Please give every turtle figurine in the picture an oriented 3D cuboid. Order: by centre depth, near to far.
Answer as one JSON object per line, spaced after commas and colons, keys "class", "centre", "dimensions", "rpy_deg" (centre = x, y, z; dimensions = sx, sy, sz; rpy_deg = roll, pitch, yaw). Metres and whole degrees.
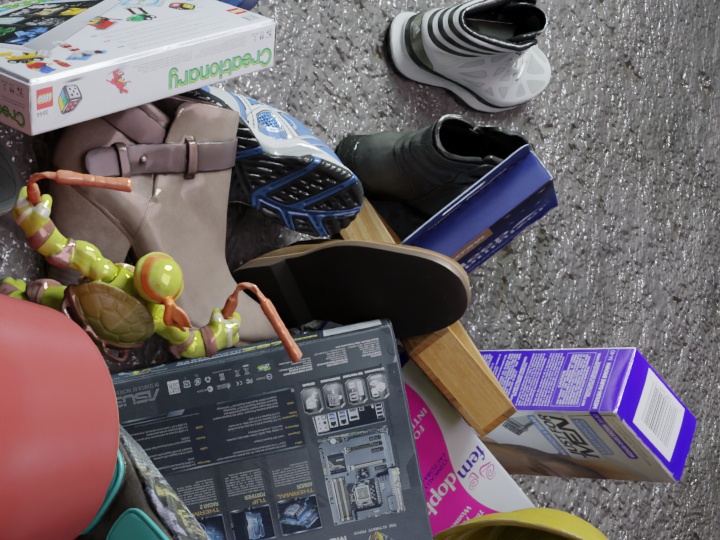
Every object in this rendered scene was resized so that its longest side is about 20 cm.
{"class": "turtle figurine", "centre": [-0.145, 0.027, 0.825], "dimensions": [0.200, 0.161, 0.065], "rpy_deg": [35, 51, -30]}

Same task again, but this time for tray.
{"class": "tray", "centre": [0.044, 0.031, 1.034], "dimensions": [0.037, 0.200, 0.099], "rpy_deg": [-38, 123, 5]}

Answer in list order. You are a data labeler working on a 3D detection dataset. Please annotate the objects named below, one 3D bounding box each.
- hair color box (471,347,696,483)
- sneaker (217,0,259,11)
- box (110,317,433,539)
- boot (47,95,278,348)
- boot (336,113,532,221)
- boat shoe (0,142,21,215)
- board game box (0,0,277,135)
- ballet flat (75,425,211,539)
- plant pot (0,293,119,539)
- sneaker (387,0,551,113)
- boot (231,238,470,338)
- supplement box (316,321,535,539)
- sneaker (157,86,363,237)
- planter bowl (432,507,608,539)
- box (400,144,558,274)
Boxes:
{"class": "hair color box", "centre": [0.154, 0.117, 1.122], "dimensions": [0.109, 0.199, 0.065], "rpy_deg": [45, 58, -35]}
{"class": "sneaker", "centre": [-0.103, -0.275, 0.978], "dimensions": [0.082, 0.074, 0.202], "rpy_deg": [10, 72, -44]}
{"class": "box", "centre": [-0.061, 0.128, 0.909], "dimensions": [0.051, 0.198, 0.159], "rpy_deg": [-118, -164, -85]}
{"class": "boot", "centre": [-0.113, -0.038, 0.916], "dimensions": [0.199, 0.070, 0.147], "rpy_deg": [19, 94, -35]}
{"class": "boot", "centre": [0.088, -0.081, 1.119], "dimensions": [0.199, 0.130, 0.068], "rpy_deg": [4, 82, -47]}
{"class": "boat shoe", "centre": [-0.282, -0.052, 0.775], "dimensions": [0.201, 0.065, 0.075], "rpy_deg": [-6, 72, -53]}
{"class": "board game box", "centre": [-0.164, -0.138, 0.855], "dimensions": [0.199, 0.126, 0.035], "rpy_deg": [-25, 129, -45]}
{"class": "ballet flat", "centre": [-0.136, 0.151, 0.834], "dimensions": [0.072, 0.200, 0.072], "rpy_deg": [-22, 134, -25]}
{"class": "plant pot", "centre": [-0.236, 0.085, 0.723], "dimensions": [0.177, 0.199, 0.202], "rpy_deg": [4, 83, -56]}
{"class": "sneaker", "centre": [0.127, -0.184, 1.184], "dimensions": [0.200, 0.115, 0.076], "rpy_deg": [5, 83, -47]}
{"class": "boot", "centre": [0.000, 0.000, 0.966], "dimensions": [0.075, 0.199, 0.074], "rpy_deg": [-39, 120, -44]}
{"class": "supplement box", "centre": [0.027, 0.145, 1.039], "dimensions": [0.101, 0.103, 0.200], "rpy_deg": [-50, 125, -16]}
{"class": "sneaker", "centre": [-0.093, -0.087, 0.980], "dimensions": [0.199, 0.077, 0.076], "rpy_deg": [27, 111, -30]}
{"class": "planter bowl", "centre": [0.130, 0.233, 0.990], "dimensions": [0.201, 0.199, 0.084], "rpy_deg": [65, 29, -20]}
{"class": "box", "centre": [0.095, -0.036, 1.072], "dimensions": [0.032, 0.121, 0.200], "rpy_deg": [53, 6, 10]}
